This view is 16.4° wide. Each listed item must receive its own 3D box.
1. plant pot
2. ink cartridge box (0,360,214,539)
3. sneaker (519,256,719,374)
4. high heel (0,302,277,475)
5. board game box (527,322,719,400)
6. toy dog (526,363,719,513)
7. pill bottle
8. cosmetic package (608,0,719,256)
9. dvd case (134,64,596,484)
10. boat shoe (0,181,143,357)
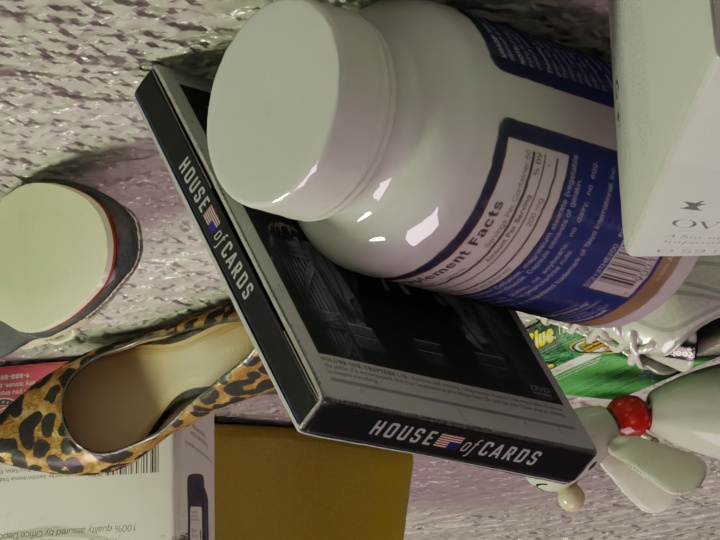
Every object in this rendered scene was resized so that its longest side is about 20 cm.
[{"bbox_3d":[-0.103,0.203,1.681,0.176,0.201,0.199,25,151,-32],"label":"plant pot"},{"bbox_3d":[-0.164,0.159,1.488,0.144,0.201,0.084,-5,162,12],"label":"ink cartridge box"},{"bbox_3d":[0.129,0.009,1.245,0.199,0.082,0.075,0,164,-1],"label":"sneaker"},{"bbox_3d":[-0.125,0.061,1.386,0.199,0.072,0.143,-15,168,-5],"label":"high heel"},{"bbox_3d":[0.160,0.037,1.427,0.104,0.024,0.200,6,160,-30],"label":"board game box"},{"bbox_3d":[0.200,0.108,1.468,0.199,0.097,0.132,-20,171,11],"label":"toy dog"},{"bbox_3d":[0.040,-0.046,1.006,0.199,0.112,0.111,14,157,-40],"label":"pill bottle"},{"bbox_3d":[0.198,-0.090,0.865,0.198,0.124,0.200,-1,161,-2],"label":"cosmetic package"},{"bbox_3d":[0.000,0.000,1.036,0.150,0.200,0.025,13,126,-39],"label":"dvd case"},{"bbox_3d":[-0.153,0.004,1.215,0.062,0.072,0.200,2,165,-33],"label":"boat shoe"}]
